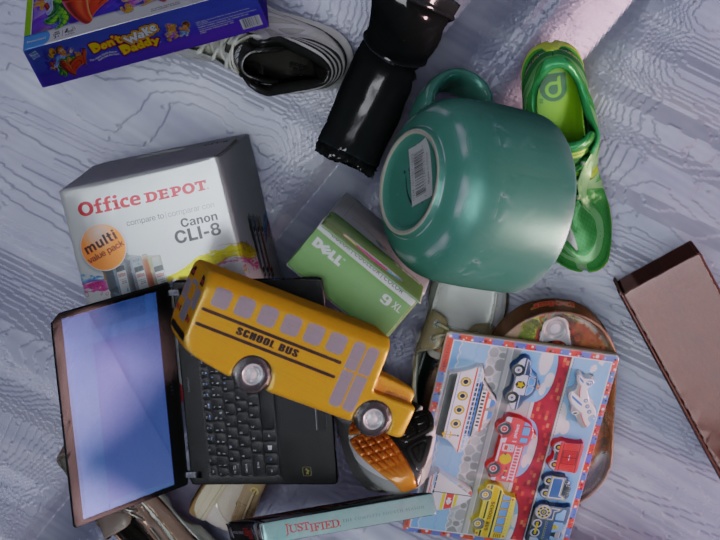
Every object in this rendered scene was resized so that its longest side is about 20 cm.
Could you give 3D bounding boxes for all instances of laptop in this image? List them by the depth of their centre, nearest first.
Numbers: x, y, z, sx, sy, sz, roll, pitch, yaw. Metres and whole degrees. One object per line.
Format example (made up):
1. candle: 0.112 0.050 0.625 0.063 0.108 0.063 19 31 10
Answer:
1. laptop: -0.128 0.105 1.437 0.199 0.103 0.178 -1 105 10

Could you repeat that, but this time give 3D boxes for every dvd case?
1. dvd case: -0.029 0.209 1.516 0.145 0.200 0.022 -8 83 -13

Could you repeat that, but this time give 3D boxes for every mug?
1. mug: 0.078 -0.071 1.477 0.114 0.185 0.153 8 112 -32

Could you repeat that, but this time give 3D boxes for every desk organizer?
1. desk organizer: 0.300 0.082 1.550 0.077 0.072 0.201 -28 97 8

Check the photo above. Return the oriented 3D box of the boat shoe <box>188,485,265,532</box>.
1. boat shoe: -0.077 0.154 1.607 0.069 0.074 0.200 33 112 -3

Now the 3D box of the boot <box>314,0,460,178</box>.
1. boot: 0.015 -0.161 1.476 0.073 0.198 0.163 28 96 3

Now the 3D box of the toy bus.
1. toy bus: -0.048 0.064 1.412 0.199 0.065 0.079 21 95 -19

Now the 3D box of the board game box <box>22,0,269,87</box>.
1. board game box: -0.180 -0.238 1.510 0.199 0.135 0.045 -14 137 8

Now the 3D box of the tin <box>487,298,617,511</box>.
1. tin: 0.162 0.117 1.561 0.111 0.042 0.201 -4 117 -8

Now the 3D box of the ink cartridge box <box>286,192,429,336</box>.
1. ink cartridge box: 0.000 0.000 1.500 0.104 0.200 0.059 40 100 -2

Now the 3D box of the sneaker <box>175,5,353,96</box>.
1. sneaker: -0.108 -0.200 1.516 0.199 0.115 0.076 17 102 5

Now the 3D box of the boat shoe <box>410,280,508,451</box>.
1. boat shoe: 0.086 0.065 1.570 0.074 0.068 0.201 10 101 4

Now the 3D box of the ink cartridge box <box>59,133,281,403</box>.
1. ink cartridge box: -0.153 -0.002 1.544 0.144 0.145 0.201 -12 100 9

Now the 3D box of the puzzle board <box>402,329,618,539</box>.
1. puzzle board: 0.127 0.151 1.546 0.150 0.017 0.201 7 115 -9

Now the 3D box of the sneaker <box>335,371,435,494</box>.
1. sneaker: 0.025 0.158 1.538 0.075 0.200 0.092 -15 109 -7

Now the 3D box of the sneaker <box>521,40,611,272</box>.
1. sneaker: 0.169 -0.092 1.524 0.074 0.084 0.201 -10 100 8

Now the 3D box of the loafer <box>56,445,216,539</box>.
1. loafer: -0.200 0.231 1.623 0.200 0.072 0.063 41 57 -5
